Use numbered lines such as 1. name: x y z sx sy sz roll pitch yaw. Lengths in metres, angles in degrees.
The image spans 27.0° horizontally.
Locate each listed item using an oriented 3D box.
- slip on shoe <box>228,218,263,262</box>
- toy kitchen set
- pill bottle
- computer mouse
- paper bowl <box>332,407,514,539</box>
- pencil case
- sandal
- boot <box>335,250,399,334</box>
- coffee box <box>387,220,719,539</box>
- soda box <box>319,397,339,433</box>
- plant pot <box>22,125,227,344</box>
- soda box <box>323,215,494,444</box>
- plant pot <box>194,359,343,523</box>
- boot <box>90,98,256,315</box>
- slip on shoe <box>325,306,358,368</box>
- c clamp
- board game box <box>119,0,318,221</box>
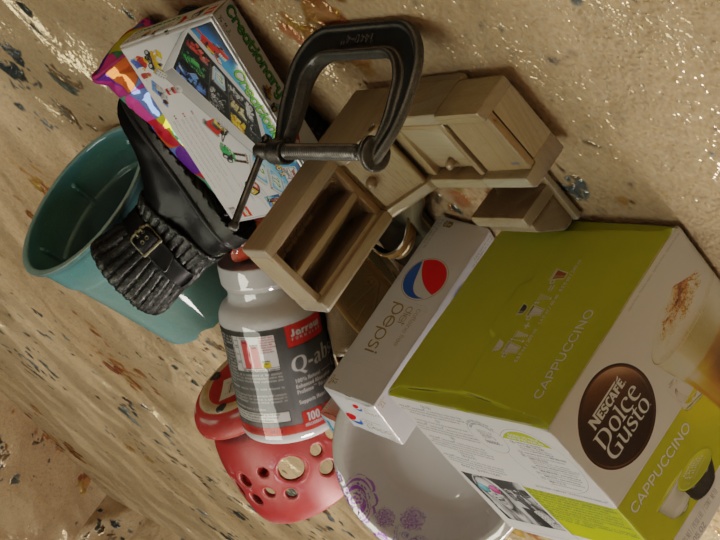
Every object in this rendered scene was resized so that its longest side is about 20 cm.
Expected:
1. slip on shoe: -0.114 -0.037 1.575 0.199 0.062 0.074 6 168 15
2. toy kitchen set: 0.057 -0.032 1.190 0.163 0.181 0.200 45 159 -26
3. pill bottle: -0.091 0.076 1.631 0.116 0.116 0.201 12 120 48
4. computer mouse: -0.088 -0.165 1.358 0.200 0.034 0.059 48 143 -13
5. paper bowl: 0.081 0.167 1.435 0.200 0.201 0.104 31 -160 14
6. pencil case: -0.164 -0.147 1.441 0.200 0.089 0.088 47 158 -22
7. sandal: 0.028 -0.044 1.389 0.080 0.054 0.200 31 165 16
8. boot: 0.000 0.000 1.503 0.200 0.073 0.155 53 -173 21
9. coffee box: 0.187 0.094 1.229 0.198 0.200 0.200 48 158 -29
10. soda box: 0.028 0.186 1.589 0.063 0.068 0.200 26 157 33
11. plant pot: -0.241 -0.028 1.699 0.196 0.201 0.200 38 162 -32
12. soda box: 0.055 0.051 1.347 0.063 0.200 0.068 16 153 40
13. plant pot: -0.101 0.195 1.948 0.200 0.200 0.183 4 135 55
14. boot: -0.219 -0.073 1.528 0.158 0.079 0.212 -33 87 28
15. slip on shoe: -0.004 0.069 1.602 0.076 0.061 0.201 1 122 19
16. c clamp: -0.022 -0.115 1.177 0.027 0.172 0.200 21 166 -35
17. board game box: -0.116 -0.139 1.348 0.126 0.035 0.200 -9 122 41
